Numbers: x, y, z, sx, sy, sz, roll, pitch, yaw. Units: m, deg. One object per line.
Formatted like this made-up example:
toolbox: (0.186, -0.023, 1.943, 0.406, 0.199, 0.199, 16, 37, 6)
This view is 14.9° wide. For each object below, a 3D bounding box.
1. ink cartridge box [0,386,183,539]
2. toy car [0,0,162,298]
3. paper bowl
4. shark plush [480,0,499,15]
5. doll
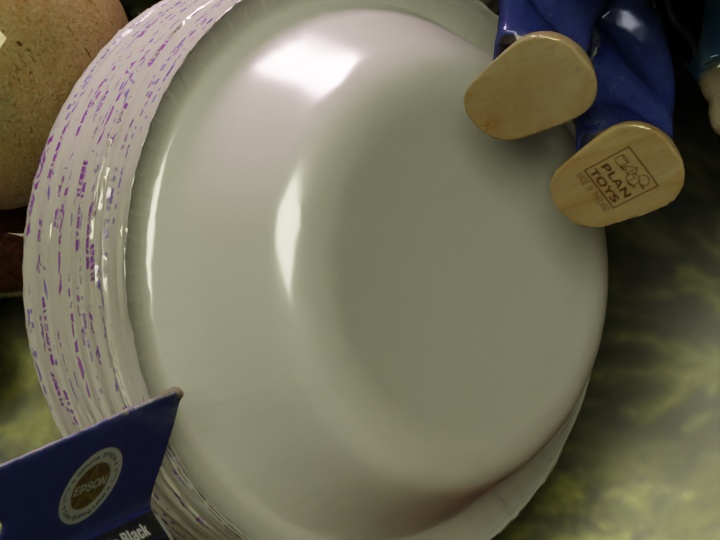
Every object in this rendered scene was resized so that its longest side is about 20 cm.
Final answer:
ink cartridge box: (-0.127, 0.146, 0.773, 0.041, 0.199, 0.201, 36, 123, 22)
toy car: (-0.135, -0.063, 0.920, 0.157, 0.200, 0.165, -4, 72, 13)
paper bowl: (0.000, 0.000, 0.881, 0.104, 0.200, 0.201, -4, 65, 52)
shark plush: (0.082, -0.151, 0.982, 0.200, 0.083, 0.091, -41, 65, -18)
doll: (0.087, -0.093, 0.898, 0.048, 0.200, 0.136, -34, 112, 32)
